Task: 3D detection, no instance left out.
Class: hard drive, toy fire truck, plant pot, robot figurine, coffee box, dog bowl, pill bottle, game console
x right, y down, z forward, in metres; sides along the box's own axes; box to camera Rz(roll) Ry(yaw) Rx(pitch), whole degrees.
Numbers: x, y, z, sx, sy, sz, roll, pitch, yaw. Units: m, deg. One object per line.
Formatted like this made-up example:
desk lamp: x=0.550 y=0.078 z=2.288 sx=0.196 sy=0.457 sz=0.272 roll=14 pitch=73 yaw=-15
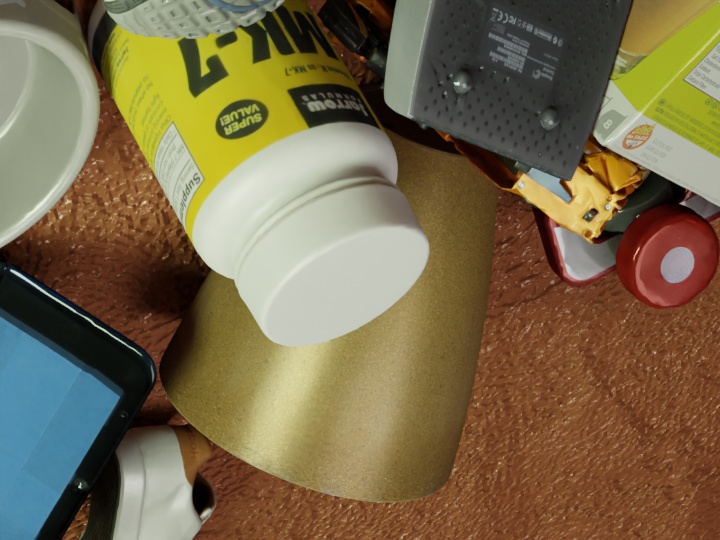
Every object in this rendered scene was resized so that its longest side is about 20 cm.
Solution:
hard drive: x=0.081 y=-0.157 z=1.291 sx=0.135 sy=0.042 sz=0.201 roll=18 pitch=87 yaw=-42
toy fire truck: x=0.195 y=-0.083 z=1.632 sx=0.199 sy=0.112 sz=0.169 roll=-25 pitch=119 yaw=-11
plant pot: x=0.000 y=0.000 z=1.513 sx=0.186 sy=0.186 sz=0.201 roll=1 pitch=118 yaw=-41
robot figurine: x=0.065 y=-0.099 z=1.400 sx=0.058 sy=0.200 sz=0.145 roll=-51 pitch=177 yaw=16
coffee box: x=0.199 y=-0.173 z=1.419 sx=0.198 sy=0.200 sz=0.200 roll=-47 pitch=144 yaw=17
dog bowl: x=-0.222 y=-0.075 z=1.315 sx=0.199 sy=0.059 sz=0.201 roll=-23 pitch=144 yaw=-17
pill bottle: x=-0.051 y=-0.068 z=1.331 sx=0.114 sy=0.200 sz=0.114 roll=-24 pitch=152 yaw=-13
game console: x=-0.241 y=0.092 z=1.446 sx=0.170 sy=0.118 sz=0.200 roll=-8 pitch=139 yaw=-48

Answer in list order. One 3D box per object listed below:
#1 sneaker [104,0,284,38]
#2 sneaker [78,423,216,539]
sneaker: x=-0.049 y=-0.190 z=1.286 sx=0.200 sy=0.087 sz=0.075 roll=-38 pitch=153 yaw=-6
sneaker: x=-0.135 y=0.179 z=1.688 sx=0.084 sy=0.073 sz=0.201 roll=-11 pitch=139 yaw=-27
